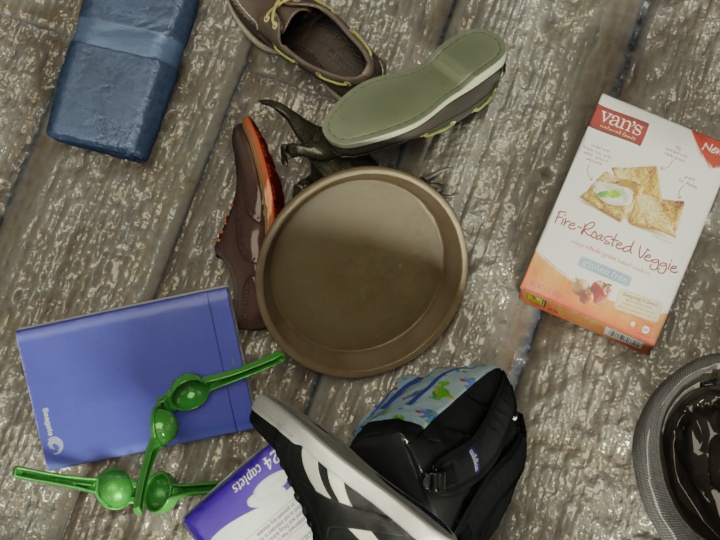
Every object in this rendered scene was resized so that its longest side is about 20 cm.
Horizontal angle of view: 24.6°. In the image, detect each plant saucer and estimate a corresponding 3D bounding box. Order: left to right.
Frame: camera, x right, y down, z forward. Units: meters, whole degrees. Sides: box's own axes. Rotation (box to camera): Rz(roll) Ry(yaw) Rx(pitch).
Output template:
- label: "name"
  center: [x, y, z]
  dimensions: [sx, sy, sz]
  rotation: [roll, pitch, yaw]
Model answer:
- label: "plant saucer"
  center: [0.000, 0.000, 1.488]
  dimensions: [0.197, 0.030, 0.203]
  rotation: [-5, 112, -13]

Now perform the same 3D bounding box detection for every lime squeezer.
- label: "lime squeezer"
  center: [-0.209, 0.198, 1.483]
  dimensions: [0.197, 0.071, 0.038]
  rotation: [3, 88, 13]
- label: "lime squeezer"
  center: [-0.154, 0.133, 1.463]
  dimensions: [0.070, 0.038, 0.200]
  rotation: [31, 58, 21]

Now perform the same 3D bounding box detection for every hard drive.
- label: "hard drive"
  center: [-0.204, 0.099, 1.513]
  dimensions: [0.197, 0.025, 0.134]
  rotation: [-12, 98, 2]

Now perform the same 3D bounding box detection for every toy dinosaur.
- label: "toy dinosaur"
  center: [-0.018, -0.091, 1.540]
  dimensions: [0.199, 0.102, 0.078]
  rotation: [33, 123, 23]

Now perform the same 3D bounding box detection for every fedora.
- label: "fedora"
  center: [0.324, 0.177, 1.439]
  dimensions: [0.175, 0.090, 0.202]
  rotation: [-19, 70, -1]

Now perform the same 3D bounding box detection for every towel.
- label: "towel"
  center: [-0.226, -0.207, 1.594]
  dimensions: [0.110, 0.049, 0.202]
  rotation: [14, 78, 8]

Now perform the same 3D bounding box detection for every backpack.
- label: "backpack"
  center: [0.070, 0.159, 1.413]
  dimensions: [0.200, 0.153, 0.165]
  rotation: [-37, 114, -41]

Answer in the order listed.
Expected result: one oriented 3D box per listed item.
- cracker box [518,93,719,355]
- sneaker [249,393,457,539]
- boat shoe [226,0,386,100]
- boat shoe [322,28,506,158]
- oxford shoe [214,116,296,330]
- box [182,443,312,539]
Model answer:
- label: "cracker box"
  center: [0.243, -0.043, 1.513]
  dimensions: [0.133, 0.058, 0.202]
  rotation: [22, 79, 9]
- label: "sneaker"
  center: [-0.032, 0.194, 1.287]
  dimensions: [0.199, 0.073, 0.112]
  rotation: [37, 93, 19]
- label: "boat shoe"
  center: [-0.055, -0.229, 1.569]
  dimensions: [0.200, 0.060, 0.072]
  rotation: [42, 83, 21]
- label: "boat shoe"
  center: [0.053, -0.151, 1.523]
  dimensions: [0.200, 0.061, 0.072]
  rotation: [-30, 57, -20]
- label: "oxford shoe"
  center: [-0.106, -0.044, 1.537]
  dimensions: [0.072, 0.071, 0.203]
  rotation: [-11, 77, 7]
- label: "box"
  center: [-0.042, 0.264, 1.402]
  dimensions: [0.105, 0.184, 0.200]
  rotation: [-39, 77, -6]
